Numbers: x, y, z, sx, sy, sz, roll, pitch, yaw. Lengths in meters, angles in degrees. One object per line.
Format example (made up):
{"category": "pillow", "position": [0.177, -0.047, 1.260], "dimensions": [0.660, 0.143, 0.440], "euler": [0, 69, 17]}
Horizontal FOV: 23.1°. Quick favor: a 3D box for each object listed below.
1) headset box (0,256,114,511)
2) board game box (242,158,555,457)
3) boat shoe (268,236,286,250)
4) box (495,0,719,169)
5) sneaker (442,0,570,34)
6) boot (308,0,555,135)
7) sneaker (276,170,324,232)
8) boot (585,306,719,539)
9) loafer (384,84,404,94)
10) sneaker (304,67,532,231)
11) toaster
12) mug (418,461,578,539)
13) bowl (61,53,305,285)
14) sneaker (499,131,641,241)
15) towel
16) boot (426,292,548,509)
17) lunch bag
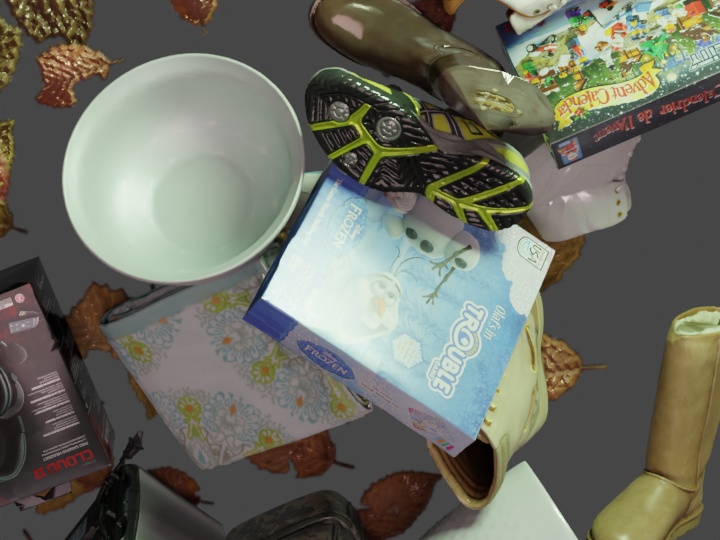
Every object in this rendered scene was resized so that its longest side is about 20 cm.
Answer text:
{"category": "headset box", "position": [-0.309, 0.112, 1.516], "dimensions": [0.147, 0.077, 0.202], "euler": [-19, 108, 2]}
{"category": "board game box", "position": [0.035, 0.011, 1.384], "dimensions": [0.198, 0.201, 0.043], "euler": [33, 144, -9]}
{"category": "boat shoe", "position": [-0.024, 0.032, 1.516], "dimensions": [0.199, 0.072, 0.065], "euler": [28, 101, -18]}
{"category": "box", "position": [0.225, -0.180, 1.431], "dimensions": [0.198, 0.137, 0.038], "euler": [-23, 144, 3]}
{"category": "sneaker", "position": [0.161, -0.236, 1.438], "dimensions": [0.198, 0.073, 0.086], "euler": [1, 100, 6]}
{"category": "boot", "position": [0.053, -0.163, 1.385], "dimensions": [0.185, 0.200, 0.065], "euler": [18, 104, -11]}
{"category": "sneaker", "position": [0.000, 0.000, 1.438], "dimensions": [0.200, 0.081, 0.077], "euler": [45, 136, 10]}
{"category": "boot", "position": [0.266, 0.144, 1.546], "dimensions": [0.066, 0.175, 0.202], "euler": [20, 113, 28]}
{"category": "loafer", "position": [0.028, -0.054, 1.492], "dimensions": [0.068, 0.076, 0.202], "euler": [-13, 100, 1]}
{"category": "sneaker", "position": [0.044, -0.100, 1.389], "dimensions": [0.199, 0.077, 0.076], "euler": [30, 119, -13]}
{"category": "toaster", "position": [-0.207, 0.280, 1.530], "dimensions": [0.118, 0.181, 0.200], "euler": [34, 104, -18]}
{"category": "mug", "position": [0.116, 0.281, 1.557], "dimensions": [0.175, 0.200, 0.148], "euler": [-34, 76, 1]}
{"category": "bowl", "position": [-0.136, -0.069, 1.440], "dimensions": [0.199, 0.090, 0.203], "euler": [-3, 70, 8]}
{"category": "sneaker", "position": [0.215, -0.109, 1.496], "dimensions": [0.199, 0.074, 0.116], "euler": [-34, 121, 5]}
{"category": "towel", "position": [-0.105, 0.078, 1.502], "dimensions": [0.199, 0.048, 0.172], "euler": [-20, 111, 28]}
{"category": "boot", "position": [0.102, 0.084, 1.496], "dimensions": [0.072, 0.155, 0.202], "euler": [1, 114, 24]}
{"category": "lunch bag", "position": [-0.039, 0.318, 1.560], "dimensions": [0.138, 0.168, 0.201], "euler": [-22, 109, 3]}
